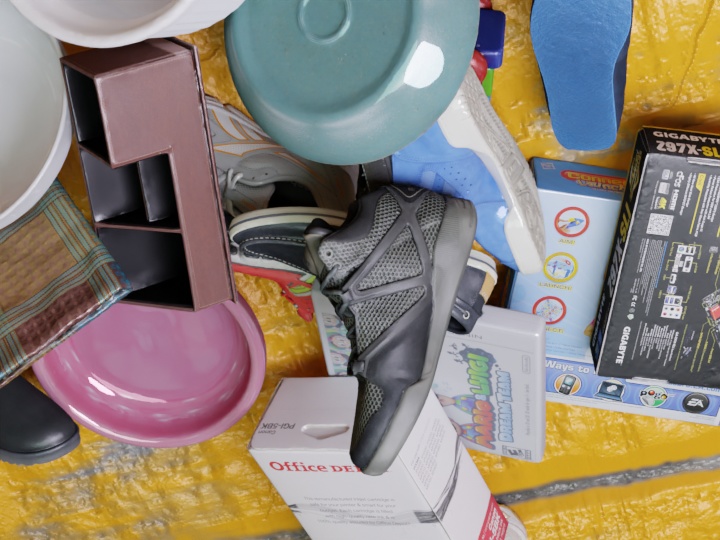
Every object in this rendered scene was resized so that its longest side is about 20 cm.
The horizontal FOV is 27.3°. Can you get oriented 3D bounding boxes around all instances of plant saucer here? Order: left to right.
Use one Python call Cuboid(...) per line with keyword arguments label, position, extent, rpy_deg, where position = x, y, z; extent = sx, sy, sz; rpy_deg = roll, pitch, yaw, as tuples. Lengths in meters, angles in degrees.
Cuboid(label="plant saucer", position=(-0.176, 0.059, 1.242), extent=(0.200, 0.051, 0.201), rpy_deg=(3, 124, 5))
Cuboid(label="plant saucer", position=(-0.017, -0.172, 1.003), extent=(0.200, 0.036, 0.200), rpy_deg=(0, 90, 29))

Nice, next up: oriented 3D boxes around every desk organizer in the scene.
Cuboid(label="desk organizer", position=(-0.151, -0.064, 1.068), extent=(0.077, 0.072, 0.200), rpy_deg=(-20, 119, -26))

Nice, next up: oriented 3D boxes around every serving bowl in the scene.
Cuboid(label="serving bowl", position=(-0.297, -0.113, 1.103), extent=(0.200, 0.066, 0.200), rpy_deg=(-2, 79, 13))

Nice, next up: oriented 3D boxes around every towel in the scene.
Cuboid(label="towel", position=(-0.271, -0.008, 1.096), extent=(0.147, 0.200, 0.022), rpy_deg=(-38, 144, -5))

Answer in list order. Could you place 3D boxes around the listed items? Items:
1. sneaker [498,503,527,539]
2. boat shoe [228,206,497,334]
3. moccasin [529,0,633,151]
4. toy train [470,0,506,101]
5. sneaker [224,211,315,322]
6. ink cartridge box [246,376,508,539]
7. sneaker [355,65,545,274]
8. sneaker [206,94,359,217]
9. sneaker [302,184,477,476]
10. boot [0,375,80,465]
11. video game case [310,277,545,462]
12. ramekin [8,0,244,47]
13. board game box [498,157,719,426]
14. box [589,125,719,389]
Cuboid(label="sneaker", position=(0.053, 0.273, 1.342), extent=(0.200, 0.088, 0.076), rpy_deg=(-21, 120, 17))
Cuboid(label="boat shoe", position=(0.000, 0.000, 1.079), extent=(0.200, 0.062, 0.075), rpy_deg=(15, 164, -6))
Cuboid(label="moccasin", position=(0.153, -0.171, 1.052), extent=(0.080, 0.068, 0.200), rpy_deg=(6, 143, 7))
Cuboid(label="toy train", position=(0.005, -0.146, 1.104), extent=(0.200, 0.085, 0.116), rpy_deg=(4, 137, 5))
Cuboid(label="sneaker", position=(-0.052, 0.003, 1.195), extent=(0.200, 0.077, 0.085), rpy_deg=(13, 130, -2))
Cuboid(label="ink cartridge box", position=(0.019, 0.181, 1.248), extent=(0.147, 0.083, 0.200), rpy_deg=(-3, 134, 31))
Cuboid(label="sneaker", position=(0.058, -0.063, 1.078), extent=(0.111, 0.077, 0.200), rpy_deg=(-14, 137, 22))
Cuboid(label="sneaker", position=(-0.096, -0.075, 1.136), extent=(0.200, 0.092, 0.076), rpy_deg=(13, 122, -3))
Cuboid(label="sneaker", position=(0.001, 0.034, 1.009), extent=(0.114, 0.076, 0.200), rpy_deg=(15, 87, -9))
Cuboid(label="boot", position=(-0.313, 0.050, 1.207), extent=(0.165, 0.066, 0.200), rpy_deg=(16, 127, 35))
Cuboid(label="video game case", position=(0.059, 0.083, 1.197), extent=(0.182, 0.024, 0.200), rpy_deg=(10, 146, 14))
Cuboid(label="ramekin", position=(-0.149, -0.249, 0.989), extent=(0.200, 0.098, 0.201), rpy_deg=(3, 98, 26))
Cuboid(label="board game box", position=(0.216, 0.020, 1.197), extent=(0.200, 0.056, 0.196), rpy_deg=(9, 121, -2))
Cuboid(label="box", position=(0.270, -0.003, 1.120), extent=(0.160, 0.049, 0.200), rpy_deg=(5, 121, -3))
